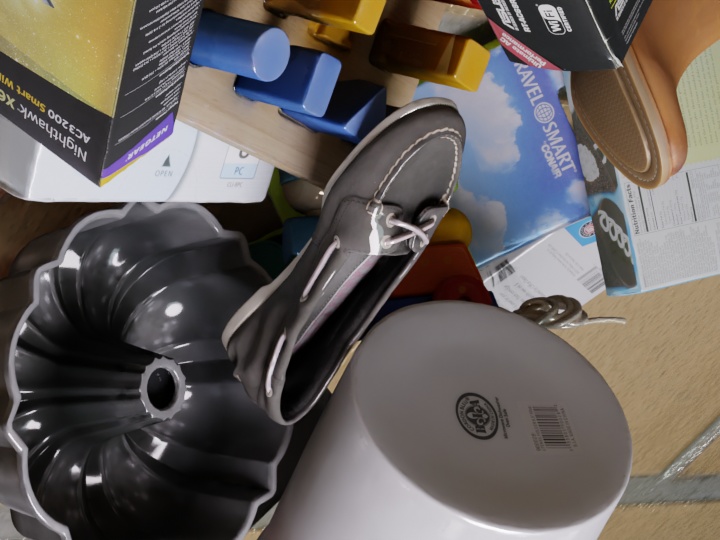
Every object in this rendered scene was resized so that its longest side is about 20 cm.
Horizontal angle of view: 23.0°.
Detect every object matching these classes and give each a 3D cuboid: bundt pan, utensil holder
[{"bbox_3d":[-0.128,0.062,0.931,0.076,0.202,0.202,-4,168,40],"label":"bundt pan"},{"bbox_3d":[0.037,0.139,0.974,0.170,0.170,0.200,-8,140,-30],"label":"utensil holder"}]

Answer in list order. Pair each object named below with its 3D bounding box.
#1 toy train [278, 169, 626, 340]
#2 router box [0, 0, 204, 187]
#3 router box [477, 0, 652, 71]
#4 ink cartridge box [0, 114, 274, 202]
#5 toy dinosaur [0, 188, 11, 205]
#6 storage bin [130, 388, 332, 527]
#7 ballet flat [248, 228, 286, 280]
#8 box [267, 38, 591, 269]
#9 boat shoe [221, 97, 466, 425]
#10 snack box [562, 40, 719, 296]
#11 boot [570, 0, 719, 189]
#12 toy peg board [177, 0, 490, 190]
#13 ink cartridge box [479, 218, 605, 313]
[{"bbox_3d":[0.050,-0.016,1.031,0.200,0.116,0.085,-5,172,-10],"label":"toy train"},{"bbox_3d":[-0.152,-0.151,0.710,0.052,0.200,0.157,-43,162,-39],"label":"router box"},{"bbox_3d":[0.104,-0.213,0.809,0.200,0.062,0.150,-61,140,-26],"label":"router box"},{"bbox_3d":[-0.085,-0.130,0.840,0.160,0.047,0.200,-2,116,-50],"label":"ink cartridge box"},{"bbox_3d":[-0.240,-0.043,0.908,0.200,0.086,0.136,-20,148,-5],"label":"toy dinosaur"},{"bbox_3d":[-0.108,0.075,1.070,0.134,0.200,0.146,-40,-167,3],"label":"storage bin"},{"bbox_3d":[-0.030,-0.003,1.150,0.200,0.067,0.067,-34,162,7],"label":"ballet flat"},{"bbox_3d":[0.049,-0.057,1.080,0.200,0.122,0.048,-26,-169,-2],"label":"box"},{"bbox_3d":[0.000,0.000,0.884,0.067,0.057,0.200,0,140,-42],"label":"boat shoe"},{"bbox_3d":[0.183,-0.093,1.064,0.116,0.200,0.037,-12,-179,-29],"label":"snack box"},{"bbox_3d":[0.189,-0.143,0.977,0.155,0.200,0.074,-9,156,-15],"label":"boot"},{"bbox_3d":[0.007,-0.143,0.845,0.200,0.098,0.199,23,86,-52],"label":"toy peg board"},{"bbox_3d":[0.097,0.000,1.245,0.200,0.067,0.116,-36,148,11],"label":"ink cartridge box"}]
